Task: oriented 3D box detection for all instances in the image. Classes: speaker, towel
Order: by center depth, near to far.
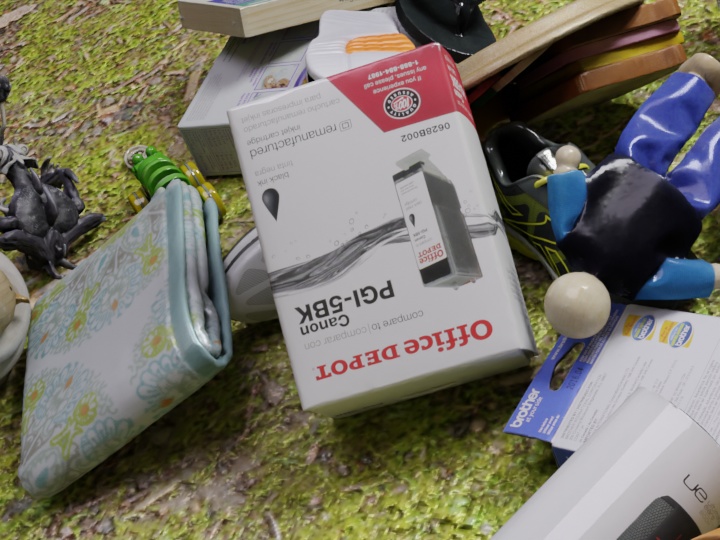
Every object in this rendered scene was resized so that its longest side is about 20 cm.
[{"bbox_3d":[0.104,0.154,0.810,0.200,0.081,0.081,-44,41,-8],"label":"speaker"},{"bbox_3d":[-0.164,0.044,1.096,0.171,0.048,0.200,-40,32,21],"label":"towel"}]

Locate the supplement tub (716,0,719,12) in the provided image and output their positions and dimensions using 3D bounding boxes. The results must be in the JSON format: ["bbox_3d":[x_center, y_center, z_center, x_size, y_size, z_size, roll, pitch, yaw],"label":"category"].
[{"bbox_3d":[0.355,-0.234,1.131,0.199,0.123,0.123,-19,38,6],"label":"supplement tub"}]

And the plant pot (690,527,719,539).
[{"bbox_3d":[0.238,0.180,0.665,0.140,0.201,0.200,-20,35,-22],"label":"plant pot"}]

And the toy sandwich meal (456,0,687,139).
[{"bbox_3d":[0.130,-0.132,1.118,0.205,0.070,0.205,-28,0,0],"label":"toy sandwich meal"}]

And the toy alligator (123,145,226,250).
[{"bbox_3d":[-0.160,-0.073,1.264,0.059,0.054,0.200,-31,38,-10],"label":"toy alligator"}]

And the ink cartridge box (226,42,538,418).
[{"bbox_3d":[0.014,-0.022,0.998,0.146,0.083,0.201,-17,80,9],"label":"ink cartridge box"}]

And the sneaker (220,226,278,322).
[{"bbox_3d":[0.000,0.000,1.078,0.200,0.076,0.115,-24,36,-4],"label":"sneaker"}]

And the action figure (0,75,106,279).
[{"bbox_3d":[-0.285,-0.061,1.281,0.119,0.102,0.200,-19,71,-40],"label":"action figure"}]

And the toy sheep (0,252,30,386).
[{"bbox_3d":[-0.310,0.044,1.151,0.200,0.138,0.138,-21,30,46],"label":"toy sheep"}]

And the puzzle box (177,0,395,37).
[{"bbox_3d":[-0.040,-0.233,1.338,0.200,0.025,0.133,-17,19,-25],"label":"puzzle box"}]

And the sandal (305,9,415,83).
[{"bbox_3d":[0.002,-0.149,1.184,0.079,0.059,0.207,2,20,1],"label":"sandal"}]

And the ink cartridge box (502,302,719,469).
[{"bbox_3d":[0.196,0.080,0.910,0.200,0.042,0.119,11,50,33],"label":"ink cartridge box"}]

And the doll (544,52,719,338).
[{"bbox_3d":[0.179,-0.037,0.964,0.136,0.048,0.200,39,68,3],"label":"doll"}]

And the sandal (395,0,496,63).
[{"bbox_3d":[0.063,-0.228,1.239,0.075,0.048,0.201,8,39,-16],"label":"sandal"}]

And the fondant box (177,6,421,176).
[{"bbox_3d":[-0.030,-0.146,1.281,0.199,0.058,0.144,-2,43,27],"label":"fondant box"}]

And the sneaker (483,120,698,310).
[{"bbox_3d":[0.140,-0.033,1.036,0.074,0.085,0.200,-38,40,-16],"label":"sneaker"}]
